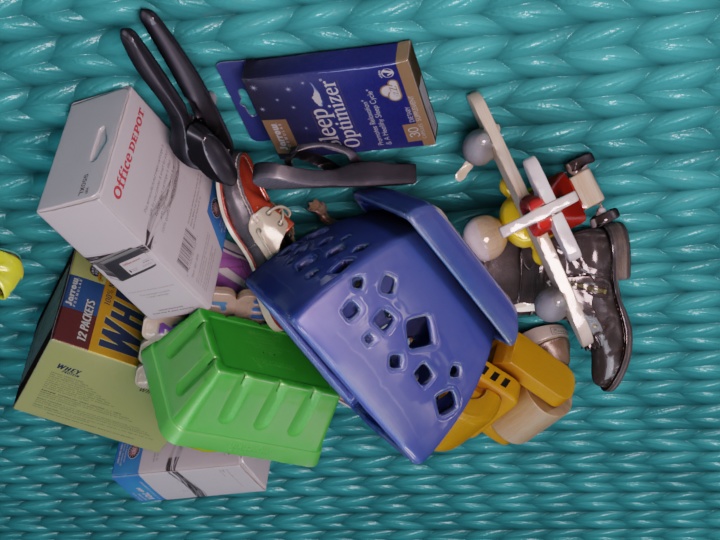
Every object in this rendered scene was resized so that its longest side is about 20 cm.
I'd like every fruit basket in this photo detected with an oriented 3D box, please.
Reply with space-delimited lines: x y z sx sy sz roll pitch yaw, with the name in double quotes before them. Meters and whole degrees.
"fruit basket" -0.148 0.148 1.429 0.213 0.156 0.217 -13 137 -12

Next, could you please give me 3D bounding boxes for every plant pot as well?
"plant pot" 0.029 0.037 1.293 0.200 0.180 0.200 50 172 -19

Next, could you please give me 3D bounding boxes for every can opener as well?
"can opener" -0.171 -0.170 1.279 0.078 0.064 0.201 17 145 38

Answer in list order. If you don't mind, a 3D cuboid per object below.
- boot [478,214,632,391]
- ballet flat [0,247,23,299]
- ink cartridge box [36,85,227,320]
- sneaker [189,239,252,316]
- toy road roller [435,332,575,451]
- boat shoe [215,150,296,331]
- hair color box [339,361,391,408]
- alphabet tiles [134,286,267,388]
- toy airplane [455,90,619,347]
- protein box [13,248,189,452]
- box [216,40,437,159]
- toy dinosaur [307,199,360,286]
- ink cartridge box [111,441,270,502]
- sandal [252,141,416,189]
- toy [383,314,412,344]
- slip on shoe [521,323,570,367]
"boot" 0.197 0.036 1.404 0.171 0.203 0.069 -5 -169 -9
"ballet flat" -0.502 -0.008 1.569 0.197 0.068 0.067 13 146 -7
"ink cartridge box" -0.226 -0.066 1.358 0.083 0.146 0.200 -11 141 26
"sneaker" -0.195 0.011 1.494 0.198 0.116 0.073 21 145 -17
"toy road roller" 0.134 0.147 1.497 0.199 0.147 0.123 32 136 -13
"boat shoe" -0.093 -0.034 1.384 0.062 0.071 0.202 -15 101 28
"hair color box" -0.031 0.111 1.635 0.199 0.061 0.099 30 154 -29
"alphabet tiles" -0.152 0.094 1.486 0.193 0.015 0.202 4 133 -13
"toy airplane" 0.158 -0.047 1.260 0.140 0.202 0.199 -25 135 21
"protein box" -0.295 0.100 1.622 0.196 0.136 0.200 20 144 -17
"box" -0.033 -0.161 1.284 0.197 0.033 0.122 -3 144 17
"toy dinosaur" 0.000 0.000 1.467 0.197 0.087 0.136 4 146 -1
"ink cartridge box" -0.218 0.222 1.772 0.197 0.148 0.086 -7 142 21
"sandal" -0.029 -0.103 1.302 0.199 0.044 0.075 -5 -177 -45
"toy" 0.092 0.070 1.577 0.114 0.048 0.201 15 145 -7
"slip on shoe" 0.176 0.128 1.617 0.199 0.061 0.076 -27 156 36
